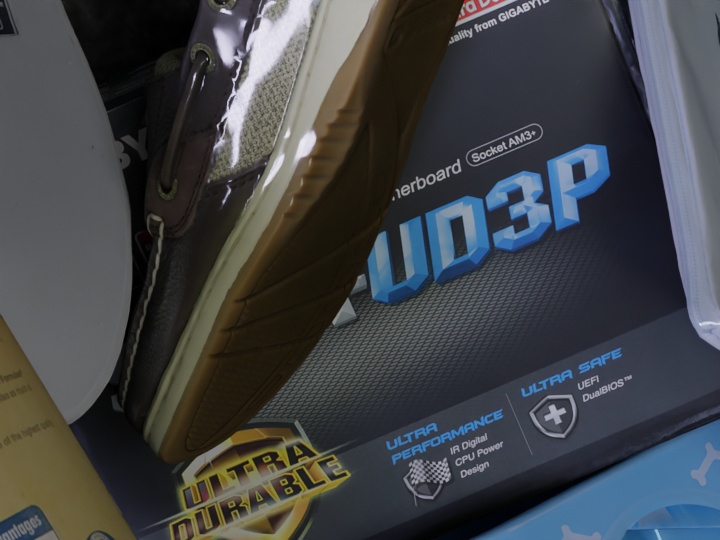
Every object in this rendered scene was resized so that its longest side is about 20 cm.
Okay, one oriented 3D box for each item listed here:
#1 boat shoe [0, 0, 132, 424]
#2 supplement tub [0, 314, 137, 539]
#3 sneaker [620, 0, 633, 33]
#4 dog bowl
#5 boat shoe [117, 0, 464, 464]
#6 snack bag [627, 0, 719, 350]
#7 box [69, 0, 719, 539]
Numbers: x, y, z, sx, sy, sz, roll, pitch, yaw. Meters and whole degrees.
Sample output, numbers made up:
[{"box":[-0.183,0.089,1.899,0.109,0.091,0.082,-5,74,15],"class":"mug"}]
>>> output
[{"box":[-0.119,-0.046,0.729,0.072,0.066,0.201,-9,76,-43],"class":"boat shoe"},{"box":[-0.135,0.062,0.619,0.144,0.145,0.201,-31,87,-20],"class":"supplement tub"},{"box":[0.073,-0.055,0.844,0.073,0.080,0.201,-15,107,9],"class":"sneaker"},{"box":[0.063,0.088,0.834,0.199,0.111,0.050,-23,90,-34],"class":"dog bowl"},{"box":[-0.025,-0.041,0.724,0.073,0.065,0.201,-20,139,-58],"class":"boat shoe"},{"box":[0.123,-0.029,0.811,0.200,0.021,0.190,32,44,-54],"class":"snack bag"},{"box":[0.000,0.000,0.791,0.199,0.046,0.160,-22,106,4],"class":"box"}]
